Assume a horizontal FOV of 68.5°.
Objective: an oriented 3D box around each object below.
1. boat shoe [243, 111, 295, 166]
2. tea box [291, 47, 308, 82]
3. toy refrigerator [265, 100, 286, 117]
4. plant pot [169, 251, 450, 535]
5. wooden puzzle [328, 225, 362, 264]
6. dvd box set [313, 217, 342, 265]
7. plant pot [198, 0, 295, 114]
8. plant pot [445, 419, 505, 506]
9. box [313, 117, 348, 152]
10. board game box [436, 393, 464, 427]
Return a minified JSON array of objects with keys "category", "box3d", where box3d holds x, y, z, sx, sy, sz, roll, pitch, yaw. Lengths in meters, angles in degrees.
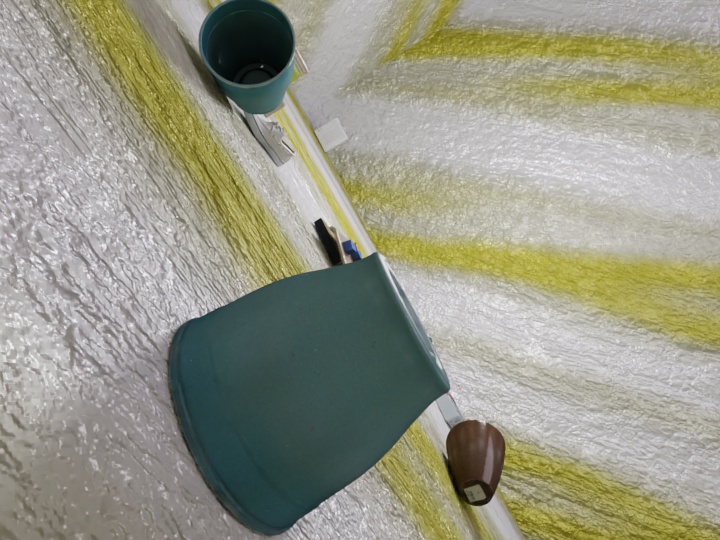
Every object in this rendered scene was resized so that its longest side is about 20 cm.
[{"category":"boat shoe","box3d":[-0.228,-0.352,1.361,0.201,0.069,0.072,55,8,-52]},{"category":"tea box","box3d":[-0.317,-0.759,1.878,0.202,0.194,0.134,65,7,31]},{"category":"toy refrigerator","box3d":[-0.322,-0.602,1.695,0.202,0.075,0.070,59,6,-20]},{"category":"plant pot","box3d":[-0.029,0.088,0.468,0.203,0.186,0.200,60,5,-9]},{"category":"wooden puzzle","box3d":[-0.019,-0.022,1.491,0.185,0.045,0.204,34,34,-76]},{"category":"dvd box set","box3d":[-0.070,-0.060,1.569,0.148,0.029,0.200,64,6,18]},{"category":"plant pot","box3d":[-0.238,-0.450,1.168,0.203,0.197,0.188,61,-9,7]},{"category":"plant pot","box3d":[0.338,0.580,1.553,0.189,0.184,0.200,59,21,-13]},{"category":"box","box3d":[-0.207,-0.966,3.790,0.174,0.197,0.199,61,4,-9]},{"category":"board game box","box3d":[0.390,0.607,2.304,0.201,0.063,0.149,55,9,-54]}]
